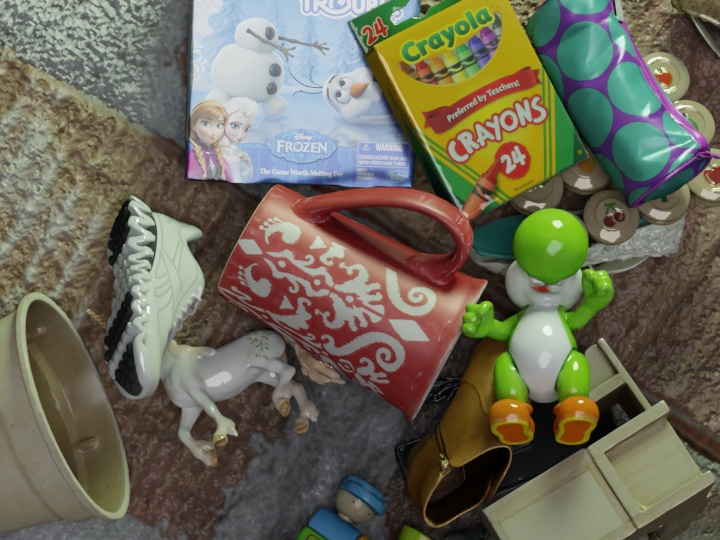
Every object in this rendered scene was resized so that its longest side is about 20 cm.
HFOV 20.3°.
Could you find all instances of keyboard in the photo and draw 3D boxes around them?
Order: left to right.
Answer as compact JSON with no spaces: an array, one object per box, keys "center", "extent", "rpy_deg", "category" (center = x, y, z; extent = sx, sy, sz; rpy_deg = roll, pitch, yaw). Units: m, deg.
[{"center":[0.125,0.133,1.790],"extent":[0.199,0.021,0.128],"rpy_deg":[-20,103,-5],"category":"keyboard"}]

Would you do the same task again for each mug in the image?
[{"center":[0.000,0.002,1.700],"extent":[0.199,0.133,0.178],"rpy_deg":[28,94,4],"category":"mug"}]

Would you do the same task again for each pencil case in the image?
[{"center":[0.220,-0.155,1.709],"extent":[0.092,0.085,0.201],"rpy_deg":[-36,75,28],"category":"pencil case"}]

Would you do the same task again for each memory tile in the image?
[{"center":[0.218,-0.099,1.746],"extent":[0.199,0.017,0.154],"rpy_deg":[-21,74,-9],"category":"memory tile"}]

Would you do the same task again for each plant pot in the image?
[{"center":[-0.317,0.143,1.668],"extent":[0.183,0.200,0.201],"rpy_deg":[-21,97,7],"category":"plant pot"}]

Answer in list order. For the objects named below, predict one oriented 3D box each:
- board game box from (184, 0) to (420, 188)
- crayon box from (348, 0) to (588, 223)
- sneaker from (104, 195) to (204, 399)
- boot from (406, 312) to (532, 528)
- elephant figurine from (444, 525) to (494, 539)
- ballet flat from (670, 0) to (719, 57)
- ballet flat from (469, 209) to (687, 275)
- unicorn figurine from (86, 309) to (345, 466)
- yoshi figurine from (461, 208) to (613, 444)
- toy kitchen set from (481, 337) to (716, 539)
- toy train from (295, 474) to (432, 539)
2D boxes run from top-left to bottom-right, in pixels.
[{"center":[-0.050,-0.174,1.730],"extent":[0.199,0.043,0.200],"rpy_deg":[1,94,-7],"category":"board game box"},{"center":[0.090,-0.152,1.695],"extent":[0.127,0.051,0.201],"rpy_deg":[-29,91,-10],"category":"crayon box"},{"center":[-0.168,0.024,1.676],"extent":[0.081,0.201,0.075],"rpy_deg":[17,135,-20],"category":"sneaker"},{"center":[0.115,0.128,1.703],"extent":[0.071,0.144,0.201],"rpy_deg":[39,93,-14],"category":"boot"},{"center":[0.147,0.282,1.714],"extent":[0.141,0.200,0.156],"rpy_deg":[2,95,-6],"category":"elephant figurine"},{"center":[0.355,-0.201,1.772],"extent":[0.200,0.071,0.065],"rpy_deg":[39,117,-6],"category":"ballet flat"},{"center":[0.192,-0.018,1.764],"extent":[0.199,0.072,0.072],"rpy_deg":[-11,96,-3],"category":"ballet flat"},{"center":[-0.126,0.093,1.726],"extent":[0.199,0.074,0.138],"rpy_deg":[-10,54,-26],"category":"unicorn figurine"},{"center":[0.148,0.034,1.626],"extent":[0.112,0.112,0.201],"rpy_deg":[21,58,-31],"category":"yoshi figurine"},{"center":[0.176,0.174,1.703],"extent":[0.180,0.200,0.164],"rpy_deg":[-30,73,-7],"category":"toy kitchen set"},{"center":[0.031,0.275,1.741],"extent":[0.200,0.085,0.116],"rpy_deg":[33,77,13],"category":"toy train"}]
